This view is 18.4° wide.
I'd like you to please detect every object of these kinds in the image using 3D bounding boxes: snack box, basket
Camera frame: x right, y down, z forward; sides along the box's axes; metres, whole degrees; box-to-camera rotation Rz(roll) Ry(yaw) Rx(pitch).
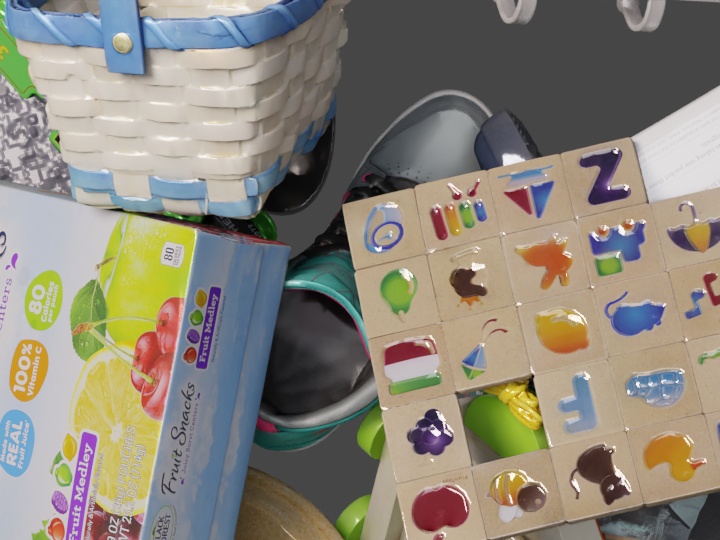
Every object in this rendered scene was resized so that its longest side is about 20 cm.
[{"bbox_3d":[-0.137,0.050,1.033,0.199,0.068,0.170,12,92,43],"label":"snack box"},{"bbox_3d":[-0.077,-0.133,0.969,0.138,0.176,0.201,8,113,15],"label":"basket"}]

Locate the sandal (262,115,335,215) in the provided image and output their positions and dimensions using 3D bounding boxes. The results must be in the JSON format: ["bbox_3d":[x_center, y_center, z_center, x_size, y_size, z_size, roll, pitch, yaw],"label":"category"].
[{"bbox_3d":[-0.054,-0.127,1.086,0.075,0.045,0.201,-4,91,4],"label":"sandal"}]

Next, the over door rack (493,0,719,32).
[{"bbox_3d":[0.142,-0.212,1.030,0.147,0.067,0.201,1,111,-20],"label":"over door rack"}]

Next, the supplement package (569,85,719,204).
[{"bbox_3d":[0.190,0.017,1.037,0.109,0.114,0.201,-30,89,2],"label":"supplement package"}]

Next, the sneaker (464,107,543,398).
[{"bbox_3d":[0.079,0.026,1.056,0.082,0.070,0.201,-20,100,8],"label":"sneaker"}]

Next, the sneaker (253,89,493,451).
[{"bbox_3d":[0.000,0.000,1.046,0.083,0.121,0.201,31,92,2],"label":"sneaker"}]

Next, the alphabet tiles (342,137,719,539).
[{"bbox_3d":[0.103,0.023,0.950,0.199,0.008,0.168,-13,65,4],"label":"alphabet tiles"}]

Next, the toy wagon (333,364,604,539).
[{"bbox_3d":[0.060,0.121,1.021,0.155,0.039,0.201,40,135,29],"label":"toy wagon"}]

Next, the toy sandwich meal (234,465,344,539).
[{"bbox_3d":[-0.073,0.190,1.085,0.204,0.070,0.206,-1,86,13],"label":"toy sandwich meal"}]

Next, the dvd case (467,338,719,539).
[{"bbox_3d":[0.119,0.114,1.021,0.145,0.022,0.201,7,117,34],"label":"dvd case"}]

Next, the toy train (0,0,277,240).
[{"bbox_3d":[-0.118,-0.066,1.087,0.200,0.042,0.056,49,130,4],"label":"toy train"}]
